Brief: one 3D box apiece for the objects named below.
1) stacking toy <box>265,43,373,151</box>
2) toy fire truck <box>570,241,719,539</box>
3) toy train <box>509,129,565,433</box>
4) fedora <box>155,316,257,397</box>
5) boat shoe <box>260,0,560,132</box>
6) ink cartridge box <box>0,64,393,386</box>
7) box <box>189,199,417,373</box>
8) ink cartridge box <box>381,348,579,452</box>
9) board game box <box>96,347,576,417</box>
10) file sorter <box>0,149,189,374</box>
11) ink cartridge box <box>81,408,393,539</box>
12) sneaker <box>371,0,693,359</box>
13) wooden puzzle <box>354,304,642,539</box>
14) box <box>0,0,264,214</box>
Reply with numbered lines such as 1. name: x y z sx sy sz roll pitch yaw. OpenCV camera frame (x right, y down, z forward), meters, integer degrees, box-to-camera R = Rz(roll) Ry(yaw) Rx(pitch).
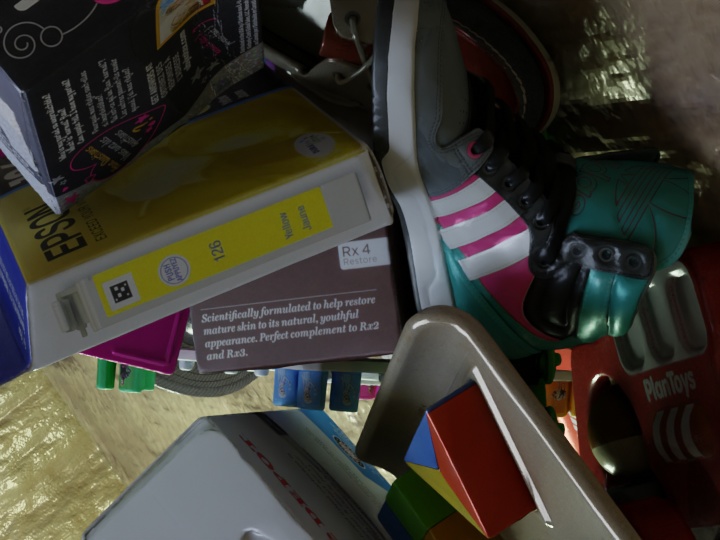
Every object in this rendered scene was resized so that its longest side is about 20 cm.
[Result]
1. stacking toy: -0.033 -0.083 1.190 0.085 0.085 0.200 54 157 -5
2. toy fire truck: 0.145 0.077 1.074 0.200 0.112 0.168 152 105 -75
3. toy train: 0.069 0.021 1.086 0.056 0.042 0.201 -133 41 -83
4. fedora: -0.066 -0.033 1.337 0.090 0.200 0.177 -13 156 41
5. boat shoe: -0.007 -0.108 1.038 0.200 0.063 0.071 31 117 19
6. ink cartridge box: -0.106 -0.022 0.997 0.198 0.200 0.047 -135 26 -67
7. box: 0.000 0.000 1.110 0.200 0.100 0.075 -8 -88 -71
8. ink cartridge box: 0.078 0.075 1.350 0.200 0.057 0.163 43 163 48
9. board game box: -0.009 0.058 1.235 0.200 0.200 0.026 1 88 51
10. file sorter: -0.145 -0.069 1.174 0.139 0.200 0.125 14 -177 -16
11. ink cartridge box: -0.026 0.143 1.094 0.145 0.084 0.200 48 -172 11
12. sneaker: 0.075 -0.037 0.966 0.200 0.120 0.084 73 -161 -46
13. wooden puzzle: 0.069 0.127 1.007 0.200 0.046 0.185 49 158 13
14. box: -0.143 -0.143 0.931 0.200 0.115 0.132 50 167 15
